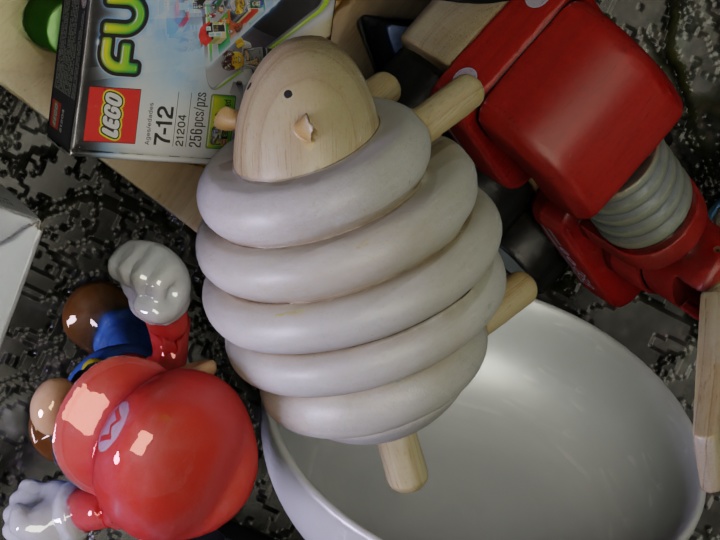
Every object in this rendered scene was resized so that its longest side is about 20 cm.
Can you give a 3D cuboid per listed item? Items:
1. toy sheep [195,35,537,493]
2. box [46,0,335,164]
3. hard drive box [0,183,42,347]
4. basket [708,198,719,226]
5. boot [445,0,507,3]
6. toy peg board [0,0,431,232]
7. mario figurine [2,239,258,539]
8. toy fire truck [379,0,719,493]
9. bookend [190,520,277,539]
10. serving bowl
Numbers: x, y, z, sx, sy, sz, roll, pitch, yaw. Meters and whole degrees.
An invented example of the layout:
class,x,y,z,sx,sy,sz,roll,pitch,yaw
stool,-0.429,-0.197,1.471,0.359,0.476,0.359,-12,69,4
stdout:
class,x,y,z,sx,sy,sz,roll,pitch,yaw
toy sheep,0.000,0.000,1.214,0.137,0.138,0.201,-23,111,-9
box,-0.061,-0.144,1.230,0.109,0.035,0.202,2,104,-24
hard drive box,-0.223,-0.021,1.225,0.155,0.200,0.077,20,93,-14
basket,0.251,-0.022,1.326,0.176,0.200,0.139,-46,113,-15
boot,0.017,-0.146,1.144,0.197,0.162,0.074,24,96,-22
toy peg board,-0.041,-0.119,1.307,0.199,0.098,0.200,37,89,-15
mario figurine,-0.112,0.053,1.260,0.105,0.200,0.124,-20,101,-10
toy fire truck,0.109,-0.021,1.279,0.129,0.200,0.176,-48,140,-8
bookend,-0.097,0.187,1.337,0.198,0.092,0.201,24,90,-15
serving bowl,0.047,0.091,1.324,0.199,0.201,0.066,7,128,-14
